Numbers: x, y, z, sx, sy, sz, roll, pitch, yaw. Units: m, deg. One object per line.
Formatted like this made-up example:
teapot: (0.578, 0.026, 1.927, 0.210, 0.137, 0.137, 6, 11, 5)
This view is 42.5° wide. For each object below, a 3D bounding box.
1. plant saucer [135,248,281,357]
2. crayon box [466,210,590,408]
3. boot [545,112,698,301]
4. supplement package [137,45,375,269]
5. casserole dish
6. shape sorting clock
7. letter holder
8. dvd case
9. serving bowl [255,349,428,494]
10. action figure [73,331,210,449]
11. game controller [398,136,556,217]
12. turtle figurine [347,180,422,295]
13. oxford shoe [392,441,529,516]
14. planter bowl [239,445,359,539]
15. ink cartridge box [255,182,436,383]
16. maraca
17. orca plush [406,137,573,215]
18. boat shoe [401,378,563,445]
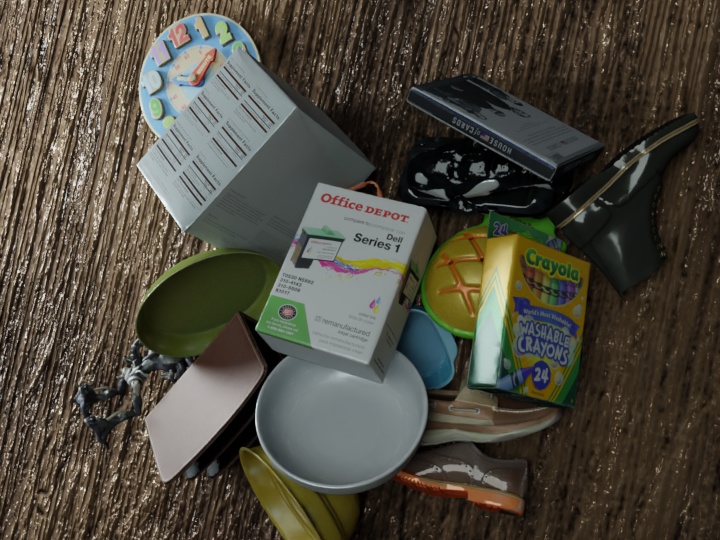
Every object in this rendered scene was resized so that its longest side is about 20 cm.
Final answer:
plant saucer: (-0.191, 0.036, 1.173, 0.200, 0.200, 0.031, -39, 56, 13)
crayon box: (0.190, 0.043, 1.027, 0.052, 0.126, 0.200, -8, 69, 52)
boot: (0.335, -0.075, 1.075, 0.200, 0.077, 0.138, -38, 89, 7)
supplement package: (-0.130, -0.133, 1.176, 0.200, 0.191, 0.147, -46, 56, 9)
casserole dish: (0.026, 0.105, 1.155, 0.200, 0.039, 0.121, -17, 113, 20)
shape sorting clock: (-0.232, -0.271, 1.329, 0.200, 0.039, 0.200, -3, 82, 22)
letter holder: (-0.165, 0.180, 1.179, 0.200, 0.101, 0.142, -49, 35, 10)
dvd case: (0.174, -0.175, 1.100, 0.200, 0.150, 0.025, 34, 122, 22)
serving bowl: (-0.019, 0.176, 1.083, 0.200, 0.066, 0.200, -3, 51, 3)
action figure: (-0.287, 0.148, 1.268, 0.200, 0.102, 0.119, -35, 61, -14)
game controller: (0.147, -0.117, 1.148, 0.200, 0.042, 0.104, 7, 68, 23)
turtle figurine: (0.000, 0.000, 1.189, 0.161, 0.064, 0.200, 39, 89, 14)
oxford shoe: (0.106, 0.237, 1.123, 0.200, 0.071, 0.073, 12, 72, 16)
planter bowl: (-0.060, 0.279, 1.142, 0.083, 0.200, 0.200, -33, 68, -23)
ink cartridge box: (-0.013, 0.012, 1.086, 0.145, 0.084, 0.200, 15, 71, 19)
maraca: (0.158, -0.004, 1.109, 0.137, 0.107, 0.200, 34, 70, 19)
orca plush: (0.144, -0.120, 1.084, 0.200, 0.071, 0.105, 19, 73, 26)
boat shoe: (0.137, 0.163, 1.100, 0.200, 0.076, 0.072, -8, 93, 15)
